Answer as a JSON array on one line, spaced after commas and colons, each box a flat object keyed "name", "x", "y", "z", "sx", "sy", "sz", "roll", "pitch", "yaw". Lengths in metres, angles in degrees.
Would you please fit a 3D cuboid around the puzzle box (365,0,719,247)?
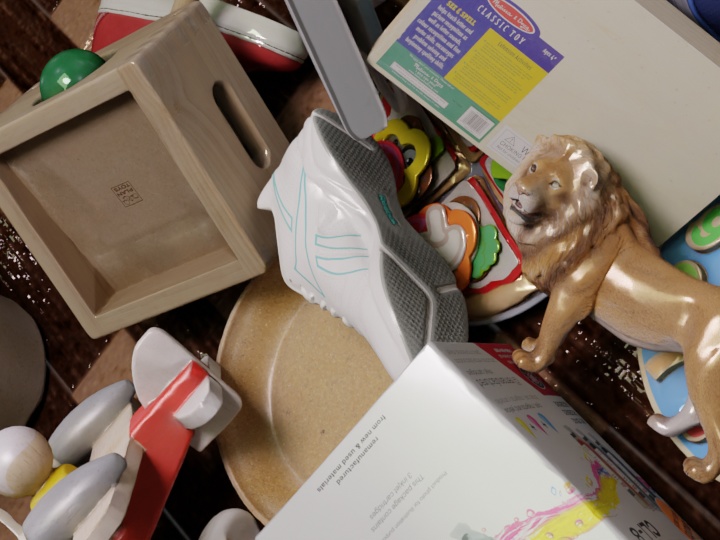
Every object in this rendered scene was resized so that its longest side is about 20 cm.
[{"name": "puzzle box", "x": 0.118, "y": -0.102, "z": 0.858, "sx": 0.133, "sy": 0.200, "sz": 0.025, "roll": -45, "pitch": 14, "yaw": 40}]

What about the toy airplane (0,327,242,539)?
[{"name": "toy airplane", "x": -0.164, "y": 0.125, "z": 0.988, "sx": 0.200, "sy": 0.141, "sz": 0.199, "roll": 122, "pitch": 166, "yaw": -53}]

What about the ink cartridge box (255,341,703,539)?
[{"name": "ink cartridge box", "x": 0.081, "y": 0.156, "z": 0.822, "sx": 0.200, "sy": 0.145, "sz": 0.145, "roll": 46, "pitch": 103, "yaw": 18}]

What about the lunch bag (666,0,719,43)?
[{"name": "lunch bag", "x": 0.197, "y": -0.208, "z": 0.890, "sx": 0.132, "sy": 0.136, "sz": 0.200, "roll": 5, "pitch": 79, "yaw": 35}]

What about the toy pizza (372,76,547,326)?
[{"name": "toy pizza", "x": 0.066, "y": -0.066, "z": 0.978, "sx": 0.200, "sy": 0.032, "sz": 0.201, "roll": -7, "pitch": 79, "yaw": 38}]

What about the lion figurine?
[{"name": "lion figurine", "x": 0.154, "y": 0.020, "z": 0.845, "sx": 0.200, "sy": 0.072, "sz": 0.123, "roll": 31, "pitch": 105, "yaw": 14}]

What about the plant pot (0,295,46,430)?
[{"name": "plant pot", "x": -0.332, "y": 0.062, "z": 1.125, "sx": 0.200, "sy": 0.183, "sz": 0.201, "roll": -10, "pitch": 70, "yaw": 31}]

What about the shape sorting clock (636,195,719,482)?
[{"name": "shape sorting clock", "x": 0.239, "y": 0.026, "z": 0.850, "sx": 0.200, "sy": 0.039, "sz": 0.200, "roll": -11, "pitch": 69, "yaw": 30}]

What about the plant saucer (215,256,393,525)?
[{"name": "plant saucer", "x": -0.007, "y": 0.074, "z": 0.988, "sx": 0.200, "sy": 0.035, "sz": 0.201, "roll": -7, "pitch": 78, "yaw": 36}]

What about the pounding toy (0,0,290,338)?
[{"name": "pounding toy", "x": -0.134, "y": -0.096, "z": 1.038, "sx": 0.184, "sy": 0.200, "sz": 0.142, "roll": -20, "pitch": 21, "yaw": 31}]

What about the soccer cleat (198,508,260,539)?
[{"name": "soccer cleat", "x": -0.105, "y": 0.247, "z": 0.988, "sx": 0.077, "sy": 0.069, "sz": 0.200, "roll": 3, "pitch": 83, "yaw": 39}]

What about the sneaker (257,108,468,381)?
[{"name": "sneaker", "x": 0.000, "y": 0.000, "z": 0.936, "sx": 0.080, "sy": 0.070, "sz": 0.200, "roll": -46, "pitch": 51, "yaw": 28}]

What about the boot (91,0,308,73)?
[{"name": "boot", "x": -0.127, "y": -0.120, "z": 1.121, "sx": 0.200, "sy": 0.072, "sz": 0.145, "roll": 12, "pitch": 85, "yaw": 41}]

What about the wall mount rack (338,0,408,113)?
[{"name": "wall mount rack", "x": 0.025, "y": -0.177, "z": 0.922, "sx": 0.074, "sy": 0.200, "sz": 0.174, "roll": -31, "pitch": 38, "yaw": -6}]

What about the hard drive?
[{"name": "hard drive", "x": -0.035, "y": -0.169, "z": 0.947, "sx": 0.026, "sy": 0.132, "sz": 0.200, "roll": -25, "pitch": 26, "yaw": 2}]
